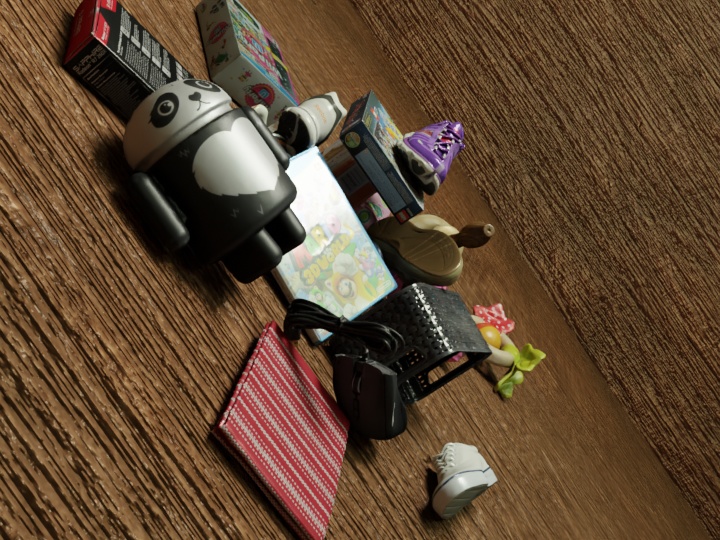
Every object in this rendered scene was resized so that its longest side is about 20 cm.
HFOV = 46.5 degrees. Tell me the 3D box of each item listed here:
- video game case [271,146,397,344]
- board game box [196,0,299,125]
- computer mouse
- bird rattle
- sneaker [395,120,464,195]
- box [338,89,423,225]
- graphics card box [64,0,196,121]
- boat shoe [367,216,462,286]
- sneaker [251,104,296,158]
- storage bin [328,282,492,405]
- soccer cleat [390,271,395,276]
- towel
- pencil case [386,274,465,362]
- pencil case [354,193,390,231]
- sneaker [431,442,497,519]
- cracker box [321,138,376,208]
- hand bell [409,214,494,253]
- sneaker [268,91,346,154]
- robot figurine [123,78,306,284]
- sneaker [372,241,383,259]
[{"bbox_3d":[-0.053,-0.034,0.989,0.143,0.018,0.201,-33,93,-38],"label":"video game case"},{"bbox_3d":[-0.172,-0.322,1.282,0.147,0.064,0.201,39,24,-45],"label":"board game box"},{"bbox_3d":[-0.022,0.114,0.869,0.046,0.139,0.201,-57,156,-34],"label":"computer mouse"},{"bbox_3d":[0.252,0.128,1.588,0.162,0.113,0.201,20,33,-37],"label":"bird rattle"},{"bbox_3d":[0.099,-0.165,1.108,0.081,0.083,0.200,53,17,-15],"label":"sneaker"},{"bbox_3d":[0.033,-0.156,1.115,0.137,0.037,0.200,53,17,-16],"label":"box"},{"bbox_3d":[-0.227,-0.199,0.912,0.200,0.051,0.126,42,21,-37],"label":"graphics card box"},{"bbox_3d":[0.076,-0.015,1.103,0.200,0.071,0.065,39,-30,59],"label":"boat shoe"},{"bbox_3d":[-0.115,-0.116,1.028,0.202,0.079,0.078,63,17,17],"label":"sneaker"},{"bbox_3d":[0.066,0.095,1.033,0.094,0.135,0.200,60,17,16],"label":"storage bin"},{"bbox_3d":[0.034,-0.036,1.349,0.200,0.073,0.068,42,44,7],"label":"soccer cleat"},{"bbox_3d":[-0.065,0.144,0.771,0.145,0.022,0.200,54,18,-14],"label":"towel"},{"bbox_3d":[0.114,0.074,1.305,0.200,0.090,0.095,41,28,-47],"label":"pencil case"},{"bbox_3d":[0.016,-0.122,1.303,0.088,0.087,0.201,50,35,-17],"label":"pencil case"},{"bbox_3d":[0.114,0.250,1.019,0.071,0.073,0.200,51,5,18],"label":"sneaker"},{"bbox_3d":[-0.032,-0.134,1.198,0.058,0.133,0.200,50,17,-17],"label":"cracker box"},{"bbox_3d":[0.129,-0.041,1.128,0.105,0.104,0.200,54,-19,-5],"label":"hand bell"},{"bbox_3d":[-0.078,-0.180,1.113,0.074,0.080,0.199,59,-23,-10],"label":"sneaker"},{"bbox_3d":[-0.140,-0.088,0.815,0.201,0.124,0.150,54,9,-8],"label":"robot figurine"},{"bbox_3d":[0.000,0.000,1.119,0.077,0.085,0.200,55,15,-1],"label":"sneaker"}]
